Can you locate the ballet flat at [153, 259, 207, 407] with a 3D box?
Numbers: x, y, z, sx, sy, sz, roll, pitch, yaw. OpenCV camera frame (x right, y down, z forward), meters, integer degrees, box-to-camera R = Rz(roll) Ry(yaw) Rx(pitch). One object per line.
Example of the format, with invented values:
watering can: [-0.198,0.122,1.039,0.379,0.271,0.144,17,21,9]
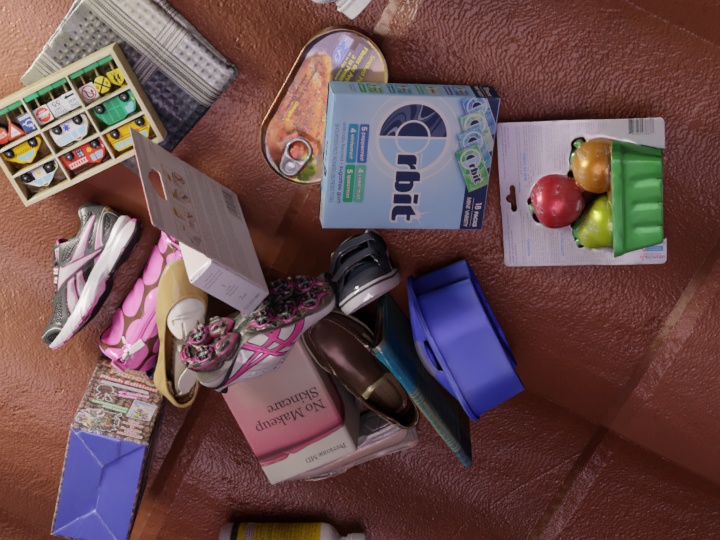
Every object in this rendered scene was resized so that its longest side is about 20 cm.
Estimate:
ballet flat: [-0.211,0.081,1.595,0.068,0.063,0.202,-12,130,-26]

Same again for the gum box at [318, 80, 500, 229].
gum box: [0.055,-0.133,1.556,0.197,0.045,0.172,0,117,-11]

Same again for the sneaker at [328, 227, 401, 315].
sneaker: [0.000,0.000,1.559,0.078,0.200,0.080,-30,91,5]

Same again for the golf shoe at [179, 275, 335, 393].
golf shoe: [-0.110,0.075,1.554,0.198,0.073,0.092,-28,133,12]

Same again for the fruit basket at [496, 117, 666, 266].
fruit basket: [0.267,-0.094,1.580,0.197,0.094,0.187,1,114,19]

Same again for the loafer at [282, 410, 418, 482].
loafer: [-0.018,0.241,1.732,0.198,0.072,0.063,-24,117,9]

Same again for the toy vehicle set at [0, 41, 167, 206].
toy vehicle set: [-0.344,-0.172,1.564,0.198,0.027,0.125,-24,112,14]

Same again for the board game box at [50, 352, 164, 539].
board game box: [-0.310,0.222,1.661,0.096,0.200,0.161,13,114,-5]

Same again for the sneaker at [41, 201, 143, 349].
sneaker: [-0.352,0.000,1.647,0.086,0.080,0.201,33,103,1]

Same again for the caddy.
caddy: [0.120,0.088,1.620,0.104,0.142,0.201,-25,109,9]

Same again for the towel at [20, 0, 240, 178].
towel: [-0.275,-0.235,1.564,0.199,0.035,0.193,39,112,-16]

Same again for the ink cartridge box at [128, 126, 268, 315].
ink cartridge box: [-0.197,-0.058,1.512,0.173,0.201,0.044,31,113,-36]

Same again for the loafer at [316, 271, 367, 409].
loafer: [-0.020,0.097,1.670,0.062,0.072,0.201,-24,113,16]

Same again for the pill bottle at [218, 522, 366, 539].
pill bottle: [-0.090,0.397,1.773,0.197,0.113,0.114,-1,113,3]

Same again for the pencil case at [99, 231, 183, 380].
pencil case: [-0.249,0.032,1.636,0.090,0.094,0.201,31,110,2]

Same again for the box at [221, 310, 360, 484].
box: [-0.097,0.146,1.670,0.127,0.109,0.202,-23,110,10]

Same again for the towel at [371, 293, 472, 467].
towel: [0.078,0.136,1.638,0.022,0.147,0.201,-30,109,16]

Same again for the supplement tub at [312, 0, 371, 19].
supplement tub: [-0.050,-0.383,1.425,0.199,0.145,0.145,36,110,-13]

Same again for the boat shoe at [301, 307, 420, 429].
boat shoe: [0.008,0.121,1.601,0.075,0.075,0.202,-46,120,3]

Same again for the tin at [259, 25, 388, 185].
tin: [-0.043,-0.195,1.563,0.111,0.042,0.201,30,110,-6]
